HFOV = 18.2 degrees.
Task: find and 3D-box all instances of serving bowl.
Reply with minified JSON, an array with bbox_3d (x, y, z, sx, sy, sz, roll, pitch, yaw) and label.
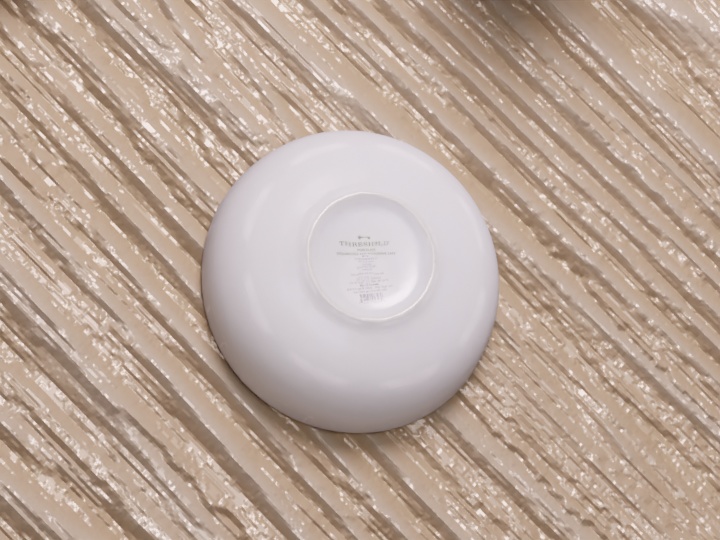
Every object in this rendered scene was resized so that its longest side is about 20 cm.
[{"bbox_3d":[0.000,0.000,1.442,0.199,0.066,0.202,3,75,-13],"label":"serving bowl"}]
